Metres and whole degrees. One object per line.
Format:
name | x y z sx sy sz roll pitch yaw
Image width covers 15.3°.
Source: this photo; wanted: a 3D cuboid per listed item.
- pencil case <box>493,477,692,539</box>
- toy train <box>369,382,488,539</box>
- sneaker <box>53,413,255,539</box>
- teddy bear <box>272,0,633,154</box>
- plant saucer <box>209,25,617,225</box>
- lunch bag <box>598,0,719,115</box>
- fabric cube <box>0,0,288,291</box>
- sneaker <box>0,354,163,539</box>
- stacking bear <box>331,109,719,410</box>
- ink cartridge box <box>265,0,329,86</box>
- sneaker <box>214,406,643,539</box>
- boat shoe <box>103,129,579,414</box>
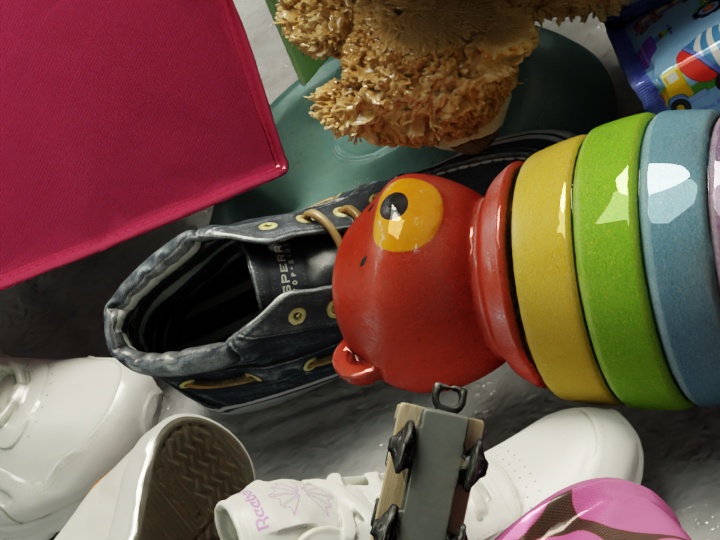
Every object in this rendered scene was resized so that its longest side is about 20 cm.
pencil case | 0.091 0.149 0.805 0.094 0.091 0.200 -37 31 5
toy train | 0.008 0.135 0.860 0.034 0.046 0.201 13 80 -1
sneaker | -0.095 0.152 0.981 0.085 0.073 0.200 -35 26 46
teddy bear | 0.034 -0.110 1.075 0.144 0.067 0.200 -14 36 -8
plant saucer | 0.013 -0.050 1.160 0.199 0.036 0.200 -22 35 16
lunch bag | 0.178 -0.107 1.071 0.150 0.094 0.200 -30 22 9
fabric cube | -0.181 -0.102 1.152 0.196 0.201 0.199 -22 12 -25
sneaker | -0.177 0.062 1.111 0.199 0.099 0.078 -11 44 29
stacking bear | 0.084 -0.003 0.953 0.199 0.114 0.122 -7 53 20
ink cartridge box | 0.016 -0.176 1.214 0.059 0.104 0.200 -9 25 30
sneaker | 0.010 0.101 0.914 0.200 0.100 0.075 -35 30 -10
boat shoe | 0.000 0.000 1.043 0.200 0.091 0.071 -27 71 17
